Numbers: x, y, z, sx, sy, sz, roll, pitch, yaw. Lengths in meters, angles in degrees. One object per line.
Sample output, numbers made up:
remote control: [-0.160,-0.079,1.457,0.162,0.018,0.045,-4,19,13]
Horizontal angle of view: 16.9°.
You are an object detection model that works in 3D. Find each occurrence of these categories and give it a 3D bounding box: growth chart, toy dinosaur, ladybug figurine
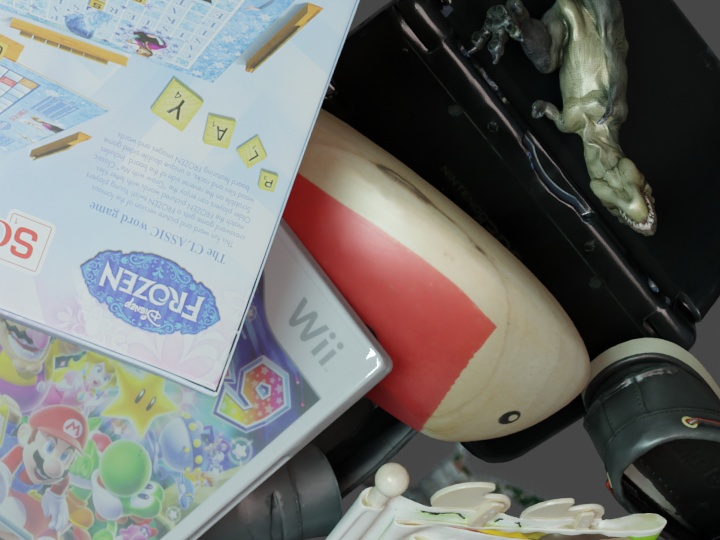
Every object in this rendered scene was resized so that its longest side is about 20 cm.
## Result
growth chart: [0.063,0.133,1.025,0.199,0.145,0.018,15,48,-30]
toy dinosaur: [0.088,-0.112,1.013,0.088,0.047,0.202,26,57,-49]
ladybug figurine: [0.000,0.000,0.971,0.200,0.136,0.072,38,80,5]

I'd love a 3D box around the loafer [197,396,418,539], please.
loafer: [-0.040,0.085,0.993,0.200,0.070,0.068,-39,139,-40]

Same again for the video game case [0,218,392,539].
video game case: [-0.104,0.045,0.927,0.200,0.018,0.143,-41,75,9]

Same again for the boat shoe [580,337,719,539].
boat shoe: [0.171,0.106,1.070,0.073,0.063,0.201,-36,128,22]

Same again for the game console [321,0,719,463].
game console: [0.070,-0.048,1.077,0.175,0.117,0.200,-35,104,24]

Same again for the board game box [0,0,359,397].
board game box: [-0.106,-0.085,0.812,0.199,0.041,0.201,22,85,-22]
